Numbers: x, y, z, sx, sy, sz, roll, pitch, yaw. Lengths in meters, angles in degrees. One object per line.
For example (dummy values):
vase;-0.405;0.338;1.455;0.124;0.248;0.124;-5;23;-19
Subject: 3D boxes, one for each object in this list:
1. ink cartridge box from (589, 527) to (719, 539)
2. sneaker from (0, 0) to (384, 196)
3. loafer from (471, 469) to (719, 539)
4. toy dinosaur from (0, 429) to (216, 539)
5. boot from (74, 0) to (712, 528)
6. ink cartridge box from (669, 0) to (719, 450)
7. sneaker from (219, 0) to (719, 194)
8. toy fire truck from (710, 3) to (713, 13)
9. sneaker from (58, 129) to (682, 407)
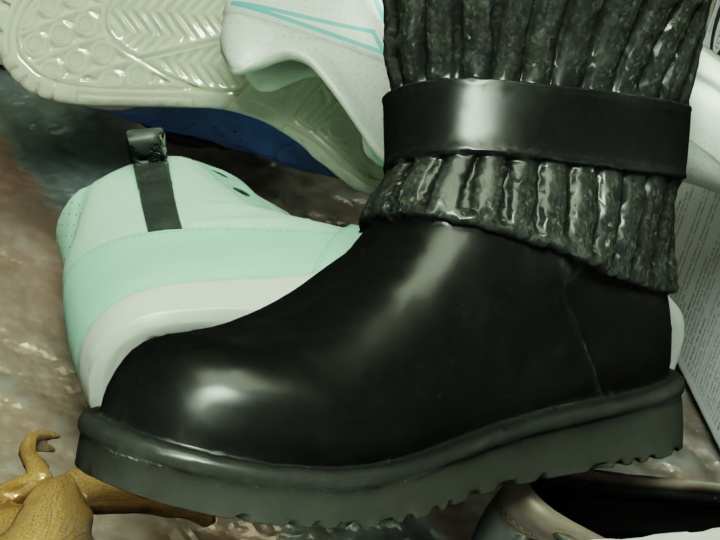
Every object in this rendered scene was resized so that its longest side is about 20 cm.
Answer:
ink cartridge box;-0.017;0.123;0.650;0.200;0.083;0.147;-9;-3;-28
sneaker;-0.022;-0.072;0.972;0.200;0.077;0.111;10;8;6
loafer;0.128;0.092;0.820;0.200;0.063;0.072;2;34;-15
toy dinosaur;-0.080;0.083;0.761;0.106;0.060;0.200;-2;7;-27
boot;0.012;-0.020;0.761;0.211;0.158;0.079;-8;14;-42
ink cartridge box;0.158;-0.016;0.922;0.076;0.136;0.200;3;35;-18
sneaker;0.047;-0.056;0.870;0.200;0.080;0.070;26;-6;15
toy fire truck;0.145;-0.163;1.168;0.176;0.129;0.200;2;23;-13
sneaker;0.000;0.000;0.896;0.200;0.074;0.118;1;31;-19
